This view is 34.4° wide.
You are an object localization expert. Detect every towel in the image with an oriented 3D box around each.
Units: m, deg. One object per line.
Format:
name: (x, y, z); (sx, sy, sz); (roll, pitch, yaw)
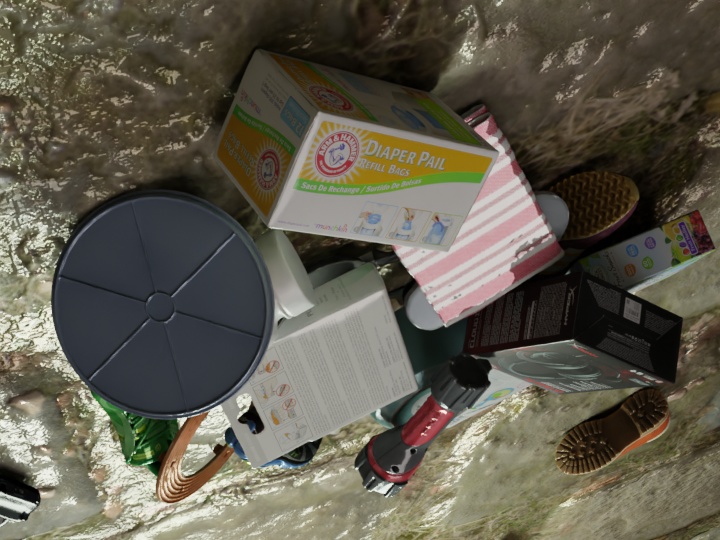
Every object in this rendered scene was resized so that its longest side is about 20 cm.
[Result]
towel: (0.100, -0.049, 1.130); (0.145, 0.030, 0.201); (-29, 124, 7)

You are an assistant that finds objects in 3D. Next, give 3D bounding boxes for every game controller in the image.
game controller: (-0.445, 0.247, 1.281); (0.103, 0.043, 0.200); (-17, 151, 17)

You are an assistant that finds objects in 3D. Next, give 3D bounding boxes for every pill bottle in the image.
pill bottle: (-0.146, 0.041, 1.091); (0.198, 0.112, 0.111); (-28, 149, 6)

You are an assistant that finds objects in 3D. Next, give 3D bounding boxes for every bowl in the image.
bowl: (0.070, 0.113, 1.350); (0.198, 0.106, 0.202); (-17, 147, -11)

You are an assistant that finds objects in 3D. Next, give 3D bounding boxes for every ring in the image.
ring: (-0.160, 0.169, 1.281); (0.201, 0.019, 0.201); (-51, 163, -22)

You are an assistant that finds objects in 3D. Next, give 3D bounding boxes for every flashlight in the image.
flashlight: (0.065, 0.168, 1.267); (0.067, 0.068, 0.201); (23, 131, -13)

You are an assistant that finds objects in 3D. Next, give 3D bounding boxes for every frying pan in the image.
frying pan: (-0.012, -0.002, 1.190); (0.190, 0.031, 0.114); (-43, 147, 25)

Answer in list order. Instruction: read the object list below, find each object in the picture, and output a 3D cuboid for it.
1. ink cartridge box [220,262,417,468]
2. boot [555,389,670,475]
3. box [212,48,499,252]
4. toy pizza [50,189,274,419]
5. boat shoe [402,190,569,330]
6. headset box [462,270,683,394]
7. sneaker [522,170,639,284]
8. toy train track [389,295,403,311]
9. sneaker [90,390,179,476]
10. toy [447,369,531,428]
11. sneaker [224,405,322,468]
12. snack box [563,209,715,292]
ink cartridge box: (-0.050, 0.101, 1.197); (0.198, 0.050, 0.162); (-24, 132, -5)
boot: (0.405, 0.269, 1.843); (0.198, 0.076, 0.107); (-31, 153, 10)
box: (-0.003, -0.095, 0.959); (0.198, 0.113, 0.102); (7, 120, -39)
toy pizza: (-0.172, 0.030, 1.018); (0.198, 0.202, 0.032); (-28, -174, 8)
boat shoe: (0.126, -0.017, 1.208); (0.199, 0.068, 0.074); (-43, 110, 11)
headset box: (0.215, 0.072, 1.235); (0.148, 0.078, 0.199); (23, 159, -28)
sneaker: (0.213, -0.039, 1.259); (0.198, 0.076, 0.090); (-28, 158, 19)
toy train track: (-0.040, 0.076, 1.268); (0.199, 0.033, 0.115); (-33, 176, 19)
sneaker: (-0.229, 0.158, 1.236); (0.073, 0.084, 0.201); (-22, 148, -2)
toy: (0.153, 0.143, 1.507); (0.199, 0.048, 0.114); (-37, 150, 27)
sneaker: (-0.083, 0.181, 1.351); (0.083, 0.071, 0.199); (-47, 161, 11)
snack box: (0.304, -0.003, 1.316); (0.141, 0.054, 0.200); (-24, 172, -2)
